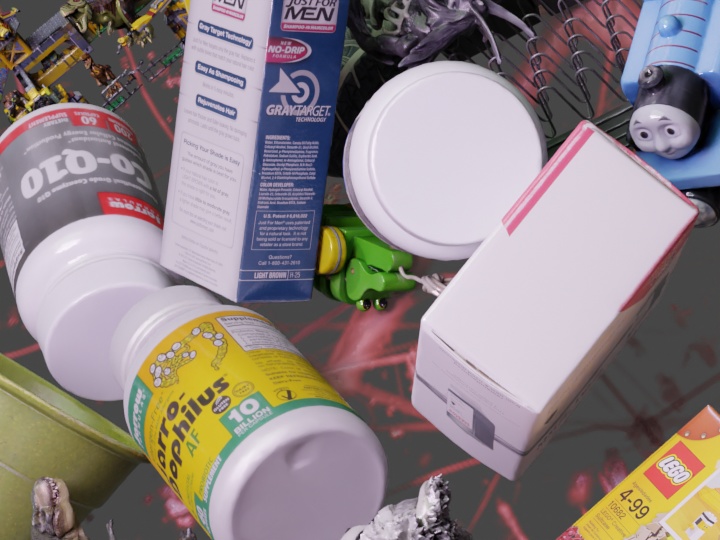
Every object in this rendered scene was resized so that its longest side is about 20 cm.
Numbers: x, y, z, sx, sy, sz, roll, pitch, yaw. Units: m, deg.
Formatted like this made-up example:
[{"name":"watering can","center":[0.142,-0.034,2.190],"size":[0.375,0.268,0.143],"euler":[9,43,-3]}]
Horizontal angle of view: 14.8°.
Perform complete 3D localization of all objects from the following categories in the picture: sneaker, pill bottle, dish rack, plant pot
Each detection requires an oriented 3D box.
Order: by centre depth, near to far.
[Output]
[{"name":"pill bottle","center":[0.048,-0.062,1.606],"size":[0.114,0.114,0.200],"euler":[-41,2,0]},{"name":"pill bottle","center":[-0.075,0.089,1.668],"size":[0.113,0.113,0.200],"euler":[-42,39,-2]},{"name":"plant pot","center":[-0.259,0.146,1.730],"size":[0.200,0.200,0.190],"euler":[28,86,49]},{"name":"dish rack","center":[0.119,-0.126,1.757],"size":[0.153,0.055,0.200],"euler":[-27,41,18]},{"name":"pill bottle","center":[-0.179,-0.013,1.846],"size":[0.114,0.114,0.200],"euler":[-34,40,8]},{"name":"sneaker","center":[0.001,-0.129,1.851],"size":[0.086,0.078,0.200],"euler":[-14,37,37]}]

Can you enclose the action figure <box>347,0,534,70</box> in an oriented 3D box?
[{"name":"action figure","center":[0.014,-0.191,1.763],"size":[0.200,0.102,0.119],"euler":[19,52,35]}]

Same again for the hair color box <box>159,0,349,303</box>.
[{"name":"hair color box","center":[-0.066,-0.088,1.728],"size":[0.100,0.060,0.200],"euler":[24,111,53]}]

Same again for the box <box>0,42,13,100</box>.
[{"name":"box","center":[-0.391,-0.112,2.103],"size":[0.200,0.122,0.193],"euler":[-16,45,28]}]

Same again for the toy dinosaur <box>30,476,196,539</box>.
[{"name":"toy dinosaur","center":[-0.119,0.199,1.639],"size":[0.088,0.047,0.200],"euler":[-26,66,-22]}]

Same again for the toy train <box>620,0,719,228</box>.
[{"name":"toy train","center":[0.205,-0.124,1.636],"size":[0.087,0.114,0.200],"euler":[-6,50,36]}]

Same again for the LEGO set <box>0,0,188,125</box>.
[{"name":"LEGO set","center":[-0.207,-0.194,2.032],"size":[0.200,0.116,0.154],"euler":[-36,39,7]}]

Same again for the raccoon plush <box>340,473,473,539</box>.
[{"name":"raccoon plush","center":[0.050,0.209,1.509],"size":[0.134,0.097,0.200],"euler":[-40,67,-19]}]

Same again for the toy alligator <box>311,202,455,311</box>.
[{"name":"toy alligator","center":[0.000,0.000,1.741],"size":[0.200,0.059,0.054],"euler":[34,119,49]}]

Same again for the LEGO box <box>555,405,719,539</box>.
[{"name":"LEGO box","center":[0.187,0.186,1.394],"size":[0.149,0.077,0.200],"euler":[-42,39,0]}]

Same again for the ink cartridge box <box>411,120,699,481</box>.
[{"name":"ink cartridge box","center":[0.102,0.022,1.520],"size":[0.085,0.200,0.146],"euler":[38,79,7]}]

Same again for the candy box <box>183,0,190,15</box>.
[{"name":"candy box","center":[-0.014,-0.213,1.915],"size":[0.200,0.102,0.026],"euler":[-20,82,24]}]
